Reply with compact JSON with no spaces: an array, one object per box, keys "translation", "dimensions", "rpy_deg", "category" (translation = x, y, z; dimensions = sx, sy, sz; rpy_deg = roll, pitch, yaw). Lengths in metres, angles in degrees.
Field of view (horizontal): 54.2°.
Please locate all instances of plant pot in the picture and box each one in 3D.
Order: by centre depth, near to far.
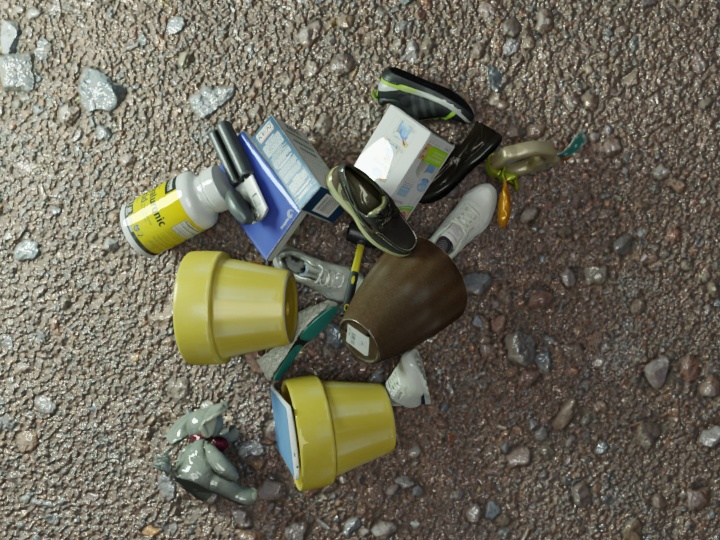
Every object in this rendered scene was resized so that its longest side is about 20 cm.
[{"translation":[0.059,0.069,1.251],"dimensions":[0.199,0.186,0.188],"rpy_deg":[-39,94,-34],"category":"plant pot"},{"translation":[-0.215,0.068,1.267],"dimensions":[0.186,0.201,0.204],"rpy_deg":[0,94,6],"category":"plant pot"},{"translation":[-0.040,0.290,1.310],"dimensions":[0.186,0.201,0.204],"rpy_deg":[-7,94,-14],"category":"plant pot"}]

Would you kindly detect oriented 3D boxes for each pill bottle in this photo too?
[{"translation":[-0.333,-0.114,1.298],"dimensions":[0.198,0.111,0.113],"rpy_deg":[-25,93,14],"category":"pill bottle"}]

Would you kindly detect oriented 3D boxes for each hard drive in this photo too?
[{"translation":[-0.191,-0.137,1.297],"dimensions":[0.201,0.025,0.132],"rpy_deg":[51,121,19],"category":"hard drive"}]

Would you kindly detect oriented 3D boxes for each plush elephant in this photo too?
[{"translation":[-0.291,0.336,1.336],"dimensions":[0.200,0.163,0.157],"rpy_deg":[42,52,-33],"category":"plush elephant"}]

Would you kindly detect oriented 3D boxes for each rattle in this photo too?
[{"translation":[0.340,-0.171,1.306],"dimensions":[0.197,0.131,0.145],"rpy_deg":[-3,60,-22],"category":"rattle"}]

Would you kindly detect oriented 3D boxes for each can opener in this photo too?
[{"translation":[-0.227,-0.175,1.261],"dimensions":[0.053,0.067,0.202],"rpy_deg":[-34,77,33],"category":"can opener"}]

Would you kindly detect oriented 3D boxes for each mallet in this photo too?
[{"translation":[0.000,0.000,1.316],"dimensions":[0.065,0.041,0.203],"rpy_deg":[9,60,-7],"category":"mallet"}]

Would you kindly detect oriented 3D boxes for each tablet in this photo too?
[{"translation":[-0.140,0.295,1.300],"dimensions":[0.013,0.200,0.132],"rpy_deg":[-7,93,-15],"category":"tablet"}]

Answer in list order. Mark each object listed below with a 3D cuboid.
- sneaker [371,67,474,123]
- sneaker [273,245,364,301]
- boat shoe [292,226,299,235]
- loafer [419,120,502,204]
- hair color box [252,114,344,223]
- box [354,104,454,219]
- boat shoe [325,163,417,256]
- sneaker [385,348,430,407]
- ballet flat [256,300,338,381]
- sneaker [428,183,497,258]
[{"translation":[0.118,-0.315,1.340],"dimensions":[0.198,0.072,0.084],"rpy_deg":[24,119,-2],"category":"sneaker"},{"translation":[-0.076,0.013,1.337],"dimensions":[0.197,0.087,0.076],"rpy_deg":[18,91,-3],"category":"sneaker"},{"translation":[-0.173,-0.154,1.343],"dimensions":[0.061,0.072,0.203],"rpy_deg":[-13,85,-42],"category":"boat shoe"},{"translation":[0.177,-0.206,1.340],"dimensions":[0.199,0.073,0.072],"rpy_deg":[-41,83,-3],"category":"loafer"},{"translation":[-0.106,-0.183,1.270],"dimensions":[0.061,0.100,0.201],"rpy_deg":[-44,58,17],"category":"hair color box"},{"translation":[0.061,-0.178,1.280],"dimensions":[0.101,0.112,0.201],"rpy_deg":[41,106,26],"category":"box"},{"translation":[0.024,-0.099,1.185],"dimensions":[0.199,0.065,0.074],"rpy_deg":[41,73,-13],"category":"boat shoe"},{"translation":[0.085,0.210,1.303],"dimensions":[0.079,0.201,0.077],"rpy_deg":[-9,58,3],"category":"sneaker"},{"translation":[-0.129,0.123,1.356],"dimensions":[0.072,0.072,0.200],"rpy_deg":[41,92,-2],"category":"ballet flat"},{"translation":[0.193,-0.079,1.327],"dimensions":[0.075,0.100,0.201],"rpy_deg":[39,91,0],"category":"sneaker"}]
